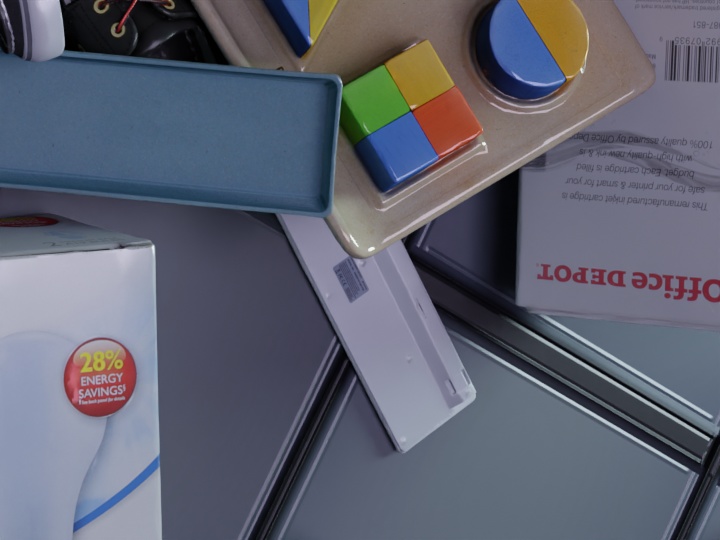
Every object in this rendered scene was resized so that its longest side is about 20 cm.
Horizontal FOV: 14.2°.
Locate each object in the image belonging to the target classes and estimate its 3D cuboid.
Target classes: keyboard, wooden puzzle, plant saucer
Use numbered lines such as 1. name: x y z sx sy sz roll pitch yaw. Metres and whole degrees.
1. keyboard: 0.000 0.000 1.515 0.056 0.011 0.200 -33 111 -18
2. wooden puzzle: 0.030 -0.130 1.420 0.200 0.046 0.185 -31 89 -21
3. plant saucer: -0.110 -0.069 1.375 0.200 0.019 0.070 6 104 4

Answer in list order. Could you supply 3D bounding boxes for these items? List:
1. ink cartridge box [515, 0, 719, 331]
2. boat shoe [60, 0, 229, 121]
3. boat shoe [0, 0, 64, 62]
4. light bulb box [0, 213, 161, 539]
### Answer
1. ink cartridge box: 0.164 -0.074 1.513 0.084 0.145 0.200 -6 99 -55
2. boat shoe: -0.107 -0.121 1.408 0.074 0.063 0.201 -36 110 -19
3. boat shoe: -0.198 -0.185 1.334 0.066 0.070 0.200 -22 95 -15
4. light bulb box: -0.203 0.084 1.337 0.198 0.125 0.200 -6 100 -29
